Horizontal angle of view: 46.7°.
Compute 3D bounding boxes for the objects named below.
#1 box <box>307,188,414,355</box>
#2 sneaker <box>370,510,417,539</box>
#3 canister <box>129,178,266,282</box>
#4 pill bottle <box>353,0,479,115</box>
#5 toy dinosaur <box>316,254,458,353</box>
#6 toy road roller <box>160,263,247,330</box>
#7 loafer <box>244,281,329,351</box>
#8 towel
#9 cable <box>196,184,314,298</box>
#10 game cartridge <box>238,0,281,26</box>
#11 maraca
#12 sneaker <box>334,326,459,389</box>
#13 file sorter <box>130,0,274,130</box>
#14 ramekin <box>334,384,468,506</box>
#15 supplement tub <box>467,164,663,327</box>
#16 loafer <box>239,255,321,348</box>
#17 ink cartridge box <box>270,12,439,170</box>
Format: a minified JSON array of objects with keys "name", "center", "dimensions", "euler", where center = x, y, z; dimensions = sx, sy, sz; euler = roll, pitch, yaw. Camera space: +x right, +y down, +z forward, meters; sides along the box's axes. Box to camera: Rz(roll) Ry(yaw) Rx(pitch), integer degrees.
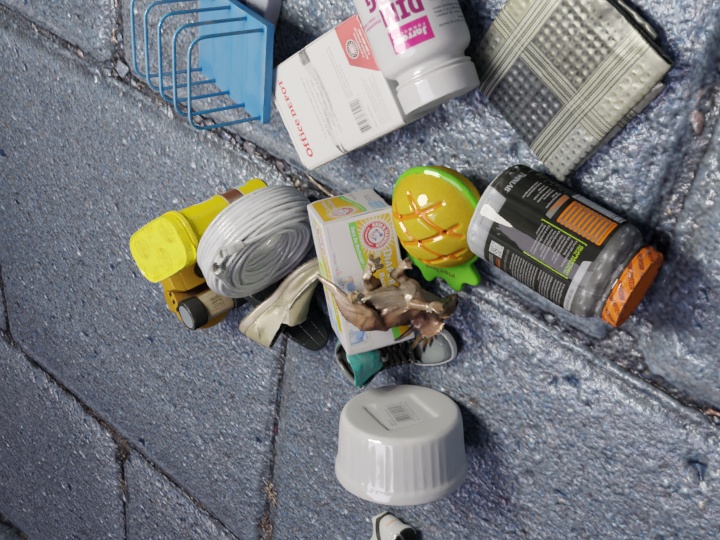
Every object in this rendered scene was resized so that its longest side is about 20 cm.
[{"name":"box","center":[0.000,0.000,1.180],"dimensions":[0.113,0.101,0.201],"euler":[-128,26,-67]},{"name":"sneaker","center":[0.056,0.512,1.485],"dimensions":[0.080,0.073,0.201],"euler":[32,129,45]},{"name":"canister","center":[-0.247,-0.068,1.331],"dimensions":[0.148,0.200,0.087],"euler":[-23,96,47]},{"name":"pill bottle","center":[0.060,-0.292,0.969],"dimensions":[0.113,0.113,0.201],"euler":[-18,96,47]},{"name":"toy dinosaur","center":[0.039,0.053,1.109],"dimensions":[0.199,0.086,0.136],"euler":[2,146,-2]},{"name":"toy road roller","center":[-0.305,0.009,1.494],"dimensions":[0.146,0.123,0.201],"euler":[-6,110,57]},{"name":"loafer","center":[-0.130,0.064,1.407],"dimensions":[0.200,0.073,0.072],"euler":[44,164,13]},{"name":"towel","center":[0.226,-0.228,0.927],"dimensions":[0.193,0.034,0.200],"euler":[52,140,12]},{"name":"cable","center":[-0.153,-0.041,1.261],"dimensions":[0.069,0.200,0.200],"euler":[48,158,19]},{"name":"game cartridge","center":[-0.165,-0.424,1.175],"dimensions":[0.133,0.041,0.201],"euler":[29,130,24]},{"name":"maraca","center":[0.103,-0.052,1.084],"dimensions":[0.137,0.107,0.201],"euler":[23,142,29]},{"name":"sneaker","center":[0.037,0.124,1.231],"dimensions":[0.199,0.121,0.084],"euler":[-2,112,43]},{"name":"file sorter","center":[-0.222,-0.297,1.151],"dimensions":[0.200,0.122,0.139],"euler":[42,138,39]},{"name":"ramekin","center":[0.060,0.249,1.230],"dimensions":[0.200,0.200,0.098],"euler":[14,114,38]},{"name":"supplement tub","center":[0.234,-0.027,0.959],"dimensions":[0.200,0.122,0.123],"euler":[35,133,25]},{"name":"loafer","center":[-0.104,0.048,1.323],"dimensions":[0.200,0.076,0.068],"euler":[-42,89,19]},{"name":"ink cartridge box","center":[-0.014,-0.237,1.102],"dimensions":[0.200,0.083,0.147],"euler":[-17,100,47]}]
